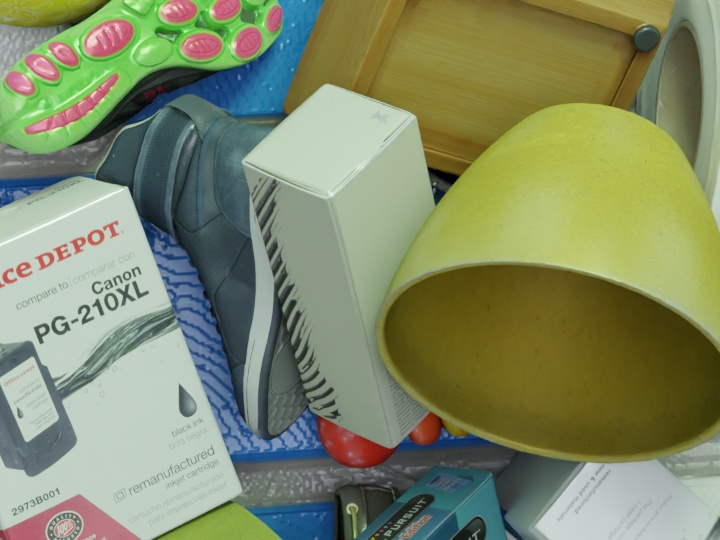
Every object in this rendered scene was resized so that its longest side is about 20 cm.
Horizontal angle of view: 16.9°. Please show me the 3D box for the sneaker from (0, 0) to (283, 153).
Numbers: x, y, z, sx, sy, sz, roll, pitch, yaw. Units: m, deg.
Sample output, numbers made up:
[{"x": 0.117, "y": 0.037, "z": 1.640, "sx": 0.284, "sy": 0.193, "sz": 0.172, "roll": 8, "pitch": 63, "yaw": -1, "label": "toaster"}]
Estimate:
[{"x": -0.137, "y": -0.130, "z": 1.438, "sx": 0.199, "sy": 0.084, "sz": 0.077, "roll": -26, "pitch": 95, "yaw": -24, "label": "sneaker"}]

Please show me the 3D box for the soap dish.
[{"x": 0.074, "y": -0.125, "z": 1.408, "sx": 0.199, "sy": 0.081, "sz": 0.158, "roll": 15, "pitch": 118, "yaw": -19, "label": "soap dish"}]

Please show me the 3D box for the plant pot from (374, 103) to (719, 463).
[{"x": 0.120, "y": -0.005, "z": 1.331, "sx": 0.199, "sy": 0.200, "sz": 0.143, "roll": 21, "pitch": 58, "yaw": -9, "label": "plant pot"}]

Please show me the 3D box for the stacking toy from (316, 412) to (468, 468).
[{"x": 0.067, "y": 0.065, "z": 1.475, "sx": 0.199, "sy": 0.085, "sz": 0.086, "roll": -20, "pitch": 95, "yaw": -2, "label": "stacking toy"}]

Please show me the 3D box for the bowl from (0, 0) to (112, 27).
[{"x": -0.180, "y": -0.247, "z": 1.387, "sx": 0.199, "sy": 0.108, "sz": 0.202, "roll": 1, "pitch": 87, "yaw": -21, "label": "bowl"}]

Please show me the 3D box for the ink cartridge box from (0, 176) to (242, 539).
[{"x": -0.176, "y": 0.064, "z": 1.404, "sx": 0.144, "sy": 0.084, "sz": 0.201, "roll": -25, "pitch": 105, "yaw": -22, "label": "ink cartridge box"}]

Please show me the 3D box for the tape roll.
[{"x": 0.220, "y": -0.093, "z": 1.428, "sx": 0.070, "sy": 0.202, "sz": 0.204, "roll": 2, "pitch": 92, "yaw": -8, "label": "tape roll"}]

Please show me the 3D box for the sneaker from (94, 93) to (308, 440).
[{"x": -0.086, "y": -0.008, "z": 1.443, "sx": 0.077, "sy": 0.146, "sz": 0.204, "roll": -31, "pitch": 134, "yaw": -45, "label": "sneaker"}]

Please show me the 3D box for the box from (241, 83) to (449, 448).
[{"x": 0.000, "y": 0.000, "z": 1.370, "sx": 0.082, "sy": 0.068, "sz": 0.201, "roll": -43, "pitch": 139, "yaw": -31, "label": "box"}]

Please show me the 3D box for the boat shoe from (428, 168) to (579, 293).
[{"x": 0.042, "y": -0.028, "z": 1.464, "sx": 0.199, "sy": 0.072, "sz": 0.073, "roll": 20, "pitch": 95, "yaw": 11, "label": "boat shoe"}]

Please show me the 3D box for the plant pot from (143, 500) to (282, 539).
[{"x": -0.119, "y": 0.236, "z": 1.415, "sx": 0.200, "sy": 0.187, "sz": 0.187, "roll": -44, "pitch": 98, "yaw": -20, "label": "plant pot"}]

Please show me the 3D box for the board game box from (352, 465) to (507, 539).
[{"x": 0.041, "y": 0.240, "z": 1.421, "sx": 0.151, "sy": 0.047, "sz": 0.201, "roll": -37, "pitch": 121, "yaw": -44, "label": "board game box"}]

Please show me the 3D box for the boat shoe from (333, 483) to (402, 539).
[{"x": -0.002, "y": 0.231, "z": 1.472, "sx": 0.060, "sy": 0.072, "sz": 0.203, "roll": 10, "pitch": 85, "yaw": -7, "label": "boat shoe"}]

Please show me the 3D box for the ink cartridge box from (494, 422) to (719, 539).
[{"x": 0.181, "y": 0.181, "z": 1.458, "sx": 0.200, "sy": 0.146, "sz": 0.086, "roll": 40, "pitch": 84, "yaw": -8, "label": "ink cartridge box"}]
